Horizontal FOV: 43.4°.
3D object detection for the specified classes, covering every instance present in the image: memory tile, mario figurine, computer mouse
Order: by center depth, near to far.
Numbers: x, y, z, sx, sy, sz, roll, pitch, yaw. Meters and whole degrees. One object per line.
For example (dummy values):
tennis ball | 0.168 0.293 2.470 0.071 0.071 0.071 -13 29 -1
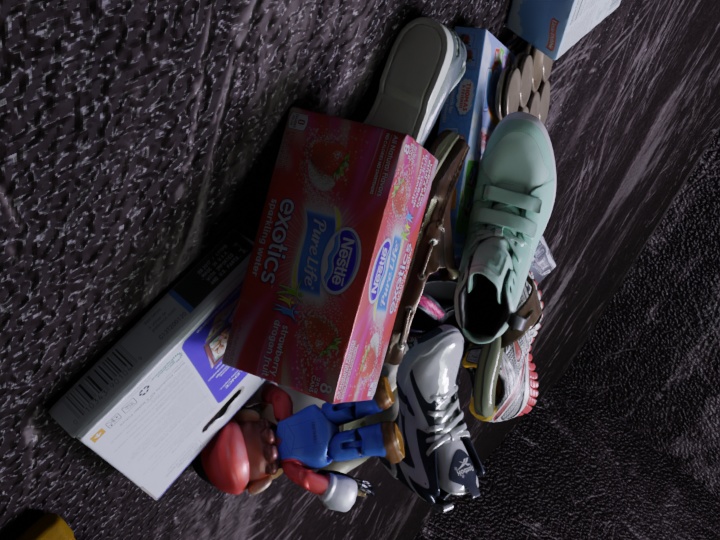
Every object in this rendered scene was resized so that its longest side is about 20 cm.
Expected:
mario figurine | -0.058 0.164 0.881 0.196 0.124 0.107 -13 124 6
memory tile | 0.165 -0.151 0.920 0.200 0.017 0.156 -47 142 -55
computer mouse | -0.081 0.222 0.950 0.059 0.196 0.035 103 -3 -65

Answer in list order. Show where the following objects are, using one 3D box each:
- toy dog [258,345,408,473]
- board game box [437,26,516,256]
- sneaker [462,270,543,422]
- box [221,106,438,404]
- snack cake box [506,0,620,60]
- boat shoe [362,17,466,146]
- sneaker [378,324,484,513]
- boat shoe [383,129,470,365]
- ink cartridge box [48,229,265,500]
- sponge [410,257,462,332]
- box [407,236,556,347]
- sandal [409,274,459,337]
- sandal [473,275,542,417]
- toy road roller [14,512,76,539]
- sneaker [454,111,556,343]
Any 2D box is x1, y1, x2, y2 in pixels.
toy dog | -0.025 0.146 1.000 0.199 0.139 0.196 -23 146 -51
board game box | 0.111 -0.115 0.873 0.151 0.036 0.204 0 99 -66
sneaker | 0.155 0.077 1.017 0.081 0.077 0.204 -14 104 -39
box | -0.021 -0.010 0.694 0.095 0.098 0.204 16 89 -70
snack cake box | 0.208 -0.309 0.826 0.115 0.067 0.201 -40 157 -25
boat shoe | 0.032 -0.112 0.768 0.061 0.072 0.202 -7 127 -58
sneaker | 0.090 0.165 0.932 0.079 0.130 0.202 -5 127 -40
boat shoe | 0.052 -0.015 0.771 0.205 0.074 0.075 -63 -179 2
ink cartridge box | -0.143 0.086 0.761 0.198 0.043 0.201 -47 159 -17
sponge | 0.123 -0.019 1.028 0.199 0.030 0.113 -37 154 -40
box | 0.131 0.032 1.150 0.199 0.050 0.157 -39 -162 -34
sandal | 0.039 0.039 0.922 0.197 0.045 0.076 8 130 -22
sandal | 0.160 0.056 0.948 0.080 0.056 0.205 -20 120 -70
toy road roller | -0.260 0.282 0.776 0.123 0.147 0.199 -41 -164 -27
sneaker | 0.128 -0.034 0.787 0.118 0.072 0.204 -43 142 -74
